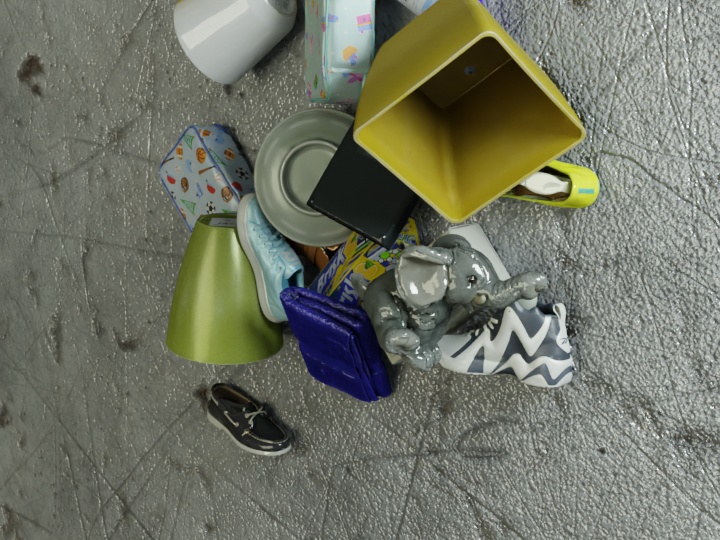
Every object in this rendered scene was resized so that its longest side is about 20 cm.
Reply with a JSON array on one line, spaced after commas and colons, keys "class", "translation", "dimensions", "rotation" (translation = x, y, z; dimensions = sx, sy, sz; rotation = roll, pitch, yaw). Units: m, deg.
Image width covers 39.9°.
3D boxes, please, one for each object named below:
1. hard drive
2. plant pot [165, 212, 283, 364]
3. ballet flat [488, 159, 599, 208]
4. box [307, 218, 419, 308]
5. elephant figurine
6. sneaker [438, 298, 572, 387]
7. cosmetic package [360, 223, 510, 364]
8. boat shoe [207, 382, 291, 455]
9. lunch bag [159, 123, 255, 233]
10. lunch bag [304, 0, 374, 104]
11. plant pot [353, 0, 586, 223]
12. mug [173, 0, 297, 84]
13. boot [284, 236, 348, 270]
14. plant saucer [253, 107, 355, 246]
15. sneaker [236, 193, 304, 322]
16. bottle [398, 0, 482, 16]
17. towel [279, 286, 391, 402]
[{"class": "hard drive", "translation": [0.030, -0.145, 1.344], "dimensions": [0.139, 0.033, 0.201], "rotation": [29, 87, 27]}, {"class": "plant pot", "translation": [-0.209, 0.018, 1.549], "dimensions": [0.186, 0.186, 0.202], "rotation": [19, 113, 39]}, {"class": "ballet flat", "translation": [0.202, -0.117, 1.240], "dimensions": [0.199, 0.067, 0.067], "rotation": [17, 109, 40]}, {"class": "box", "translation": [0.000, 0.000, 1.430], "dimensions": [0.200, 0.070, 0.065], "rotation": [-50, 31, 35]}, {"class": "elephant figurine", "translation": [0.105, 0.015, 1.231], "dimensions": [0.200, 0.155, 0.142], "rotation": [-51, 22, 25]}, {"class": "sneaker", "translation": [0.181, 0.070, 1.282], "dimensions": [0.198, 0.079, 0.131], "rotation": [10, 102, 40]}, {"class": "cosmetic package", "translation": [0.101, 0.034, 1.353], "dimensions": [0.200, 0.073, 0.104], "rotation": [-40, 71, 38]}, {"class": "boat shoe", "translation": [-0.188, 0.246, 1.656], "dimensions": [0.199, 0.074, 0.061], "rotation": [25, 118, 46]}, {"class": "lunch bag", "translation": [-0.251, -0.137, 1.648], "dimensions": [0.160, 0.075, 0.201], "rotation": [-45, 68, 40]}, {"class": "lunch bag", "translation": [-0.032, -0.333, 1.381], "dimensions": [0.160, 0.076, 0.202], "rotation": [-151, 62, -74]}, {"class": "plant pot", "translation": [0.119, -0.216, 1.189], "dimensions": [0.199, 0.200, 0.177], "rotation": [-34, 40, 26]}, {"class": "mug", "translation": [-0.185, -0.401, 1.502], "dimensions": [0.153, 0.149, 0.188], "rotation": [-24, 87, 34]}, {"class": "boot", "translation": [-0.063, -0.105, 1.478], "dimensions": [0.155, 0.076, 0.201], "rotation": [44, 122, 28]}, {"class": "plant saucer", "translation": [-0.059, -0.133, 1.419], "dimensions": [0.198, 0.050, 0.202], "rotation": [1, 96, 6]}, {"class": "sneaker", "translation": [-0.120, -0.022, 1.480], "dimensions": [0.082, 0.074, 0.201], "rotation": [-5, 107, 41]}, {"class": "bottle", "translation": [0.074, -0.394, 1.313], "dimensions": [0.200, 0.065, 0.084], "rotation": [46, 122, 28]}, {"class": "towel", "translation": [-0.038, 0.111, 1.421], "dimensions": [0.147, 0.050, 0.201], "rotation": [18, 148, 24]}]
